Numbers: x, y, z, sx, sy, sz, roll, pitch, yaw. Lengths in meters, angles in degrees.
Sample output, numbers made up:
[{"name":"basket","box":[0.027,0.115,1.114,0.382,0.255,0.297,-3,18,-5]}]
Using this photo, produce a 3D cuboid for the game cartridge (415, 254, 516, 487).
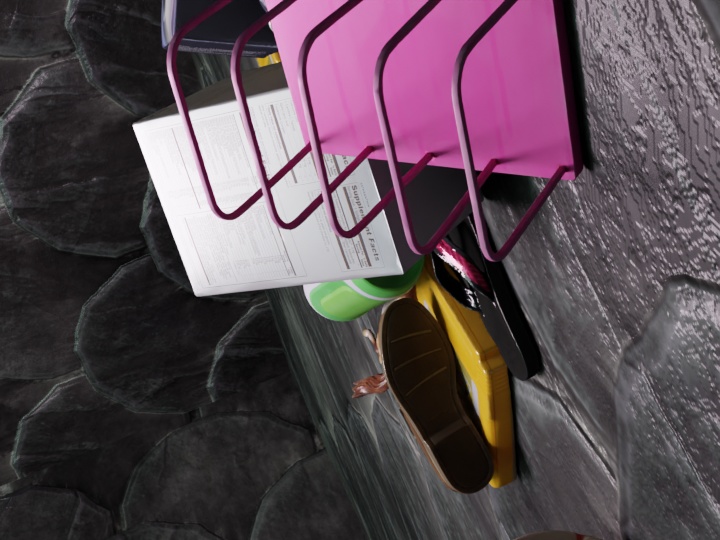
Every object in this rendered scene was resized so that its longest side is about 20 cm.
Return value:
[{"name":"game cartridge","box":[0.102,0.094,1.170,0.201,0.032,0.177,77,169,-46]}]

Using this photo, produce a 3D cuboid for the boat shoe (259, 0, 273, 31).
[{"name":"boat shoe","box":[-0.036,-0.207,1.009,0.075,0.092,0.201,-48,-40,-58]}]

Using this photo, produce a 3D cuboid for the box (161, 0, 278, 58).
[{"name":"box","box":[-0.129,-0.317,1.146,0.198,0.122,0.202,-152,64,-75]}]

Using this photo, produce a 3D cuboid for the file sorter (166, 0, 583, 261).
[{"name":"file sorter","box":[0.008,-0.095,0.683,0.199,0.126,0.140,10,131,31]}]

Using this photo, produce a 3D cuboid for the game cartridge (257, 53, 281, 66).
[{"name":"game cartridge","box":[-0.102,-0.245,1.594,0.176,0.032,0.201,136,113,-80]}]

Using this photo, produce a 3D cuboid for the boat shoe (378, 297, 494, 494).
[{"name":"boat shoe","box":[0.064,0.125,1.153,0.068,0.072,0.201,156,94,-79]}]

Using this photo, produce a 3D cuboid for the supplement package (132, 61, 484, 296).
[{"name":"supplement package","box":[-0.037,-0.084,0.916,0.152,0.199,0.152,-40,-63,-51]}]

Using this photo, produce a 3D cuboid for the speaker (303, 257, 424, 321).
[{"name":"speaker","box":[0.000,0.000,1.171,0.089,0.088,0.200,69,162,4]}]

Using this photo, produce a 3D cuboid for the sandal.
[{"name":"sandal","box":[0.090,0.003,0.987,0.075,0.045,0.201,98,151,-73]}]

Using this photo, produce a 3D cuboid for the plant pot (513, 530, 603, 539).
[{"name":"plant pot","box":[0.152,0.313,0.903,0.201,0.199,0.178,-121,22,-49]}]

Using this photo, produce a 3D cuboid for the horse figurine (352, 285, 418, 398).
[{"name":"horse figurine","box":[0.037,0.049,1.277,0.132,0.050,0.202,-161,79,-75]}]
